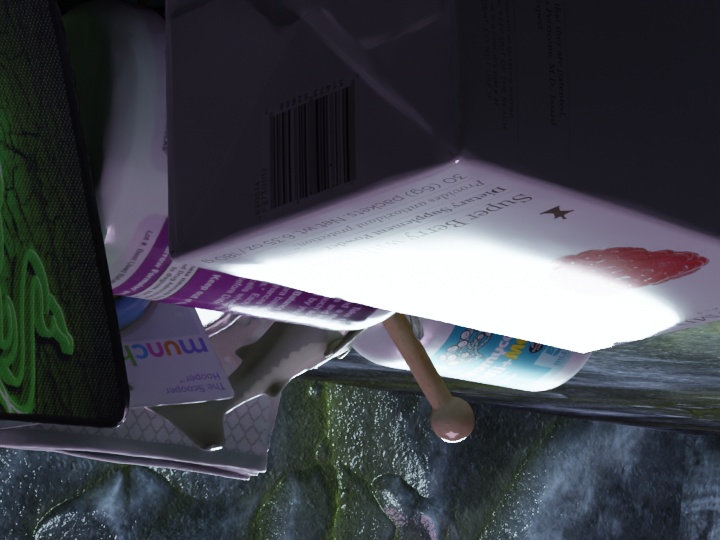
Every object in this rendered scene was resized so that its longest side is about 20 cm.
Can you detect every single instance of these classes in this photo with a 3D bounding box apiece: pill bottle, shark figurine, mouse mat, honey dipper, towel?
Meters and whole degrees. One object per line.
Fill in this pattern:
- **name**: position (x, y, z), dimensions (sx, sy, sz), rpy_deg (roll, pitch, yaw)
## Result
- **pill bottle**: position (0.059, 0.014, 1.301), dimensions (0.199, 0.112, 0.110), rpy_deg (12, 171, -40)
- **shark figurine**: position (-0.029, 0.009, 1.060), dimensions (0.214, 0.090, 0.128), rpy_deg (-37, 175, 8)
- **mouse mat**: position (-0.161, -0.038, 0.756), dimensions (0.160, 0.202, 0.008), rpy_deg (0, -164, 37)
- **honey dipper**: position (0.000, 0.000, 0.970), dimensions (0.038, 0.201, 0.038), rpy_deg (-27, -167, 7)
- **pill bottle**: position (-0.033, -0.036, 0.808), dimensions (0.199, 0.113, 0.112), rpy_deg (11, 171, -32)
- **towel**: position (-0.129, 0.027, 1.235), dimensions (0.199, 0.193, 0.032), rpy_deg (10, 180, -29)

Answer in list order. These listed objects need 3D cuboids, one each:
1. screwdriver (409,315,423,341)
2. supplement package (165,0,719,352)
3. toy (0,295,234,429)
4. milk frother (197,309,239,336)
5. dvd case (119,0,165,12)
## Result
- **screwdriver**: position (0.021, -0.023, 0.941), dimensions (0.029, 0.028, 0.200), rpy_deg (1, -149, -12)
- **supplement package**: position (0.051, -0.054, 0.624), dimensions (0.121, 0.121, 0.199), rpy_deg (-18, 158, 42)
- **toy**: position (-0.132, -0.032, 0.848), dimensions (0.114, 0.201, 0.047), rpy_deg (-6, 143, -33)
- **milk frother**: position (-0.189, -0.036, 1.119), dimensions (0.200, 0.181, 0.188), rpy_deg (50, -163, 29)
- **dvd case**: position (0.011, -0.103, 0.769), dimensions (0.142, 0.018, 0.199), rpy_deg (10, 171, -34)
